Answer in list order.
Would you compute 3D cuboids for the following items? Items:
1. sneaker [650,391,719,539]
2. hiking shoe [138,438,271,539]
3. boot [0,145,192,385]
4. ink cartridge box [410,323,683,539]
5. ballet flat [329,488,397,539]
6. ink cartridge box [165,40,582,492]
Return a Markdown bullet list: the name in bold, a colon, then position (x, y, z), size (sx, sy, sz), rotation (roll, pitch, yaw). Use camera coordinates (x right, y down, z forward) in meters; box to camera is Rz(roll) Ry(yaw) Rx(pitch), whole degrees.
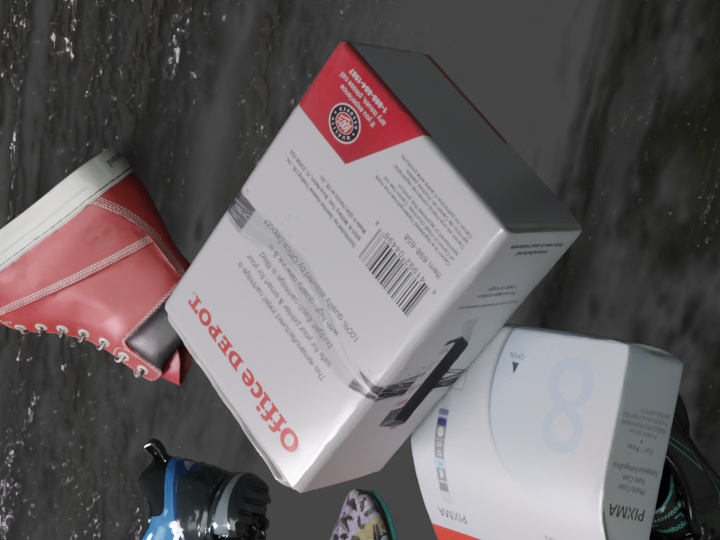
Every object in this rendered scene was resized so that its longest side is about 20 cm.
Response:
- **sneaker**: position (0.183, 0.144, 0.809), size (0.075, 0.079, 0.200), rotation (-36, 98, 26)
- **hiking shoe**: position (-0.119, 0.213, 0.946), size (0.086, 0.074, 0.202), rotation (20, 106, 18)
- **boot**: position (-0.187, 0.035, 0.895), size (0.199, 0.072, 0.145), rotation (-32, 99, 22)
- **ink cartridge box**: position (0.082, 0.131, 0.762), size (0.160, 0.047, 0.202), rotation (6, 81, 55)
- **ballet flat**: position (-0.002, 0.238, 0.904), size (0.071, 0.072, 0.202), rotation (-1, 111, 19)
- **ink cartridge box**: position (0.000, 0.000, 0.781), size (0.145, 0.083, 0.200), rotation (51, 119, 25)
